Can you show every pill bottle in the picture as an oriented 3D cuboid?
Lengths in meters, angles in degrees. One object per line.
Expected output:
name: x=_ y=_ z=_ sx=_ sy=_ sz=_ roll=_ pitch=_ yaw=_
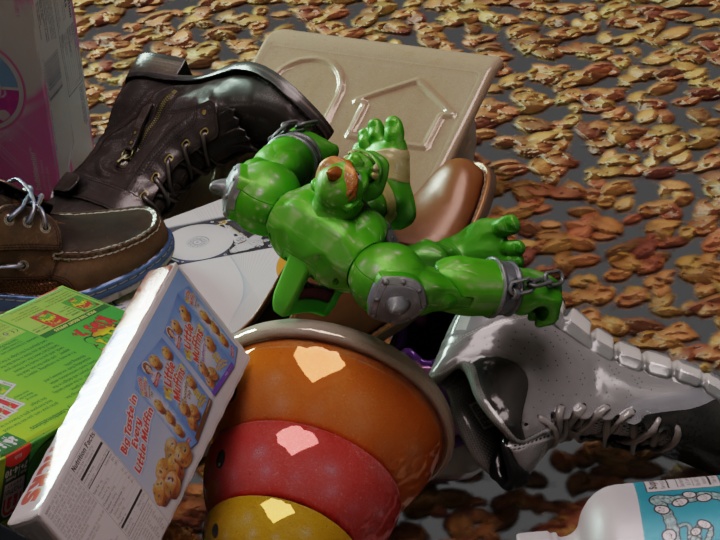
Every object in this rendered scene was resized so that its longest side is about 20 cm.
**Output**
pill bottle: x=0.180 y=0.159 z=1.301 sx=0.200 sy=0.111 sz=0.111 roll=-6 pitch=31 yaw=2

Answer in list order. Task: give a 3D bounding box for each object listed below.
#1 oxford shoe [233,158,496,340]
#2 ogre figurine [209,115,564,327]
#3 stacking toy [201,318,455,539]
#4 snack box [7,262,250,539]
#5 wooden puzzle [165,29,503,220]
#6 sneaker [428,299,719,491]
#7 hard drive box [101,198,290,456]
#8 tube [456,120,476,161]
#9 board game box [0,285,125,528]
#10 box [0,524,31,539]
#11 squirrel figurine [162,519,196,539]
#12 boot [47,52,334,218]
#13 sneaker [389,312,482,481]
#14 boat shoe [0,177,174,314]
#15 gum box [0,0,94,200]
oxford shoe: x=0.000 y=0.000 z=1.496 sx=0.200 sy=0.071 sz=0.071 roll=-47 pitch=24 yaw=-11
ogre figurine: x=0.006 y=-0.021 z=1.412 sx=0.120 sy=0.098 sz=0.200 roll=-15 pitch=60 yaw=-50
stacking toy: x=-0.039 y=0.138 z=1.383 sx=0.146 sy=0.146 sz=0.200 roll=5 pitch=48 yaw=17
snack box: x=-0.113 y=0.083 z=1.303 sx=0.024 sy=0.072 sz=0.200 roll=-22 pitch=27 yaw=33
wooden puzzle: x=-0.016 y=-0.076 z=1.744 sx=0.185 sy=0.046 sz=0.200 roll=11 pitch=55 yaw=30
sneaker: x=0.125 y=0.091 z=1.438 sx=0.200 sy=0.075 sz=0.116 roll=28 pitch=53 yaw=5
hard drive box: x=-0.111 y=0.041 z=1.577 sx=0.200 sy=0.077 sz=0.156 roll=-22 pitch=34 yaw=-24
tube: x=-0.020 y=-0.094 z=1.814 sx=0.200 sy=0.050 sz=0.077 roll=2 pitch=28 yaw=22
board game box: x=-0.174 y=0.070 z=1.345 sx=0.102 sy=0.048 sz=0.200 roll=21 pitch=24 yaw=22
box: x=-0.209 y=0.215 z=1.193 sx=0.200 sy=0.199 sz=0.123 roll=21 pitch=43 yaw=37
squirrel figurine: x=-0.169 y=0.157 z=1.372 sx=0.200 sy=0.142 sz=0.187 roll=26 pitch=32 yaw=28
boot: x=-0.127 y=-0.055 z=1.705 sx=0.200 sy=0.069 sz=0.174 roll=11 pitch=62 yaw=42
sneaker: x=0.057 y=0.038 z=1.541 sx=0.080 sy=0.089 sz=0.200 roll=0 pitch=31 yaw=13
boat shoe: x=-0.210 y=-0.013 z=1.539 sx=0.200 sy=0.072 sz=0.072 roll=-14 pitch=31 yaw=-12
gum box: x=-0.260 y=-0.153 z=1.798 sx=0.113 sy=0.200 sz=0.066 roll=6 pitch=33 yaw=17
